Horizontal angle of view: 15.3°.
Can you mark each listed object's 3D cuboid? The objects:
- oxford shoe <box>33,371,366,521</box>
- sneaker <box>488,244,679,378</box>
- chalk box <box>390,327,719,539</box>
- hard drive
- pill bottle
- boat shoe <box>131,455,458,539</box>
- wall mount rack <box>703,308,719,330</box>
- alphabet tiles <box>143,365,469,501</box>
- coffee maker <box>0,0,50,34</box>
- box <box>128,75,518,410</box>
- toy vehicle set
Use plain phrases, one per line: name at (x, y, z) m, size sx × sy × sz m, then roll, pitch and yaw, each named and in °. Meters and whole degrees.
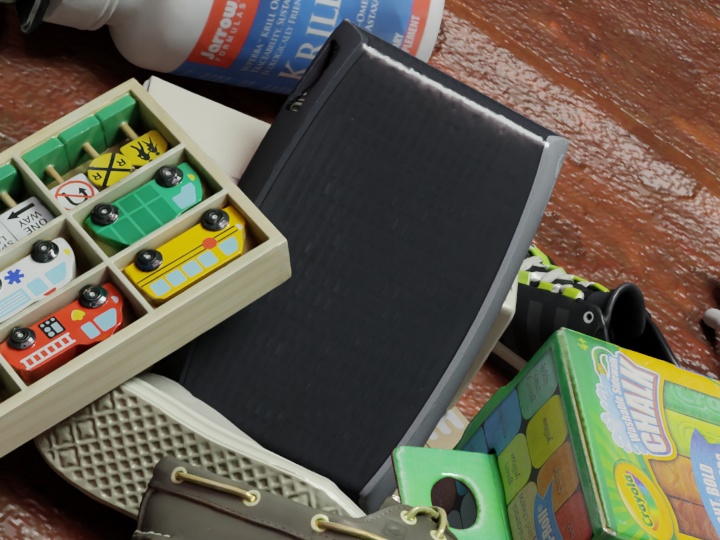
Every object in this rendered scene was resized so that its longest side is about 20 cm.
oxford shoe at (-0.053, 0.105, 1.169) m, size 0.200 × 0.075 × 0.058 m, roll 35°, pitch 6°, yaw 3°
sneaker at (0.113, 0.025, 1.342) m, size 0.072 × 0.083 × 0.200 m, roll -20°, pitch 60°, yaw -44°
chalk box at (0.109, 0.118, 1.189) m, size 0.200 × 0.124 × 0.125 m, roll 18°, pitch 40°, yaw -27°
hard drive at (0.000, 0.000, 1.214) m, size 0.135 × 0.200 × 0.042 m, roll 28°, pitch -3°, yaw -5°
pill bottle at (-0.066, -0.152, 1.396) m, size 0.200 × 0.112 × 0.112 m, roll 7°, pitch 44°, yaw -25°
boat shoe at (0.004, 0.121, 1.098) m, size 0.201 × 0.072 × 0.060 m, roll 9°, pitch 81°, yaw 8°
wall mount rack at (0.263, 0.078, 1.394) m, size 0.200 × 0.075 × 0.174 m, roll 12°, pitch 46°, yaw -22°
alphabet tiles at (-0.038, 0.057, 1.273) m, size 0.167 × 0.008 × 0.200 m, roll -19°, pitch 59°, yaw -44°
coffee maker at (-0.254, -0.206, 1.339) m, size 0.200 × 0.135 × 0.192 m, roll 12°, pitch 0°, yaw -22°
box at (-0.028, -0.012, 1.285) m, size 0.200 × 0.082 × 0.068 m, roll 20°, pitch 40°, yaw -10°
toy vehicle set at (-0.146, 0.007, 1.158) m, size 0.200 × 0.027 × 0.124 m, roll -32°, pitch 56°, yaw -19°
